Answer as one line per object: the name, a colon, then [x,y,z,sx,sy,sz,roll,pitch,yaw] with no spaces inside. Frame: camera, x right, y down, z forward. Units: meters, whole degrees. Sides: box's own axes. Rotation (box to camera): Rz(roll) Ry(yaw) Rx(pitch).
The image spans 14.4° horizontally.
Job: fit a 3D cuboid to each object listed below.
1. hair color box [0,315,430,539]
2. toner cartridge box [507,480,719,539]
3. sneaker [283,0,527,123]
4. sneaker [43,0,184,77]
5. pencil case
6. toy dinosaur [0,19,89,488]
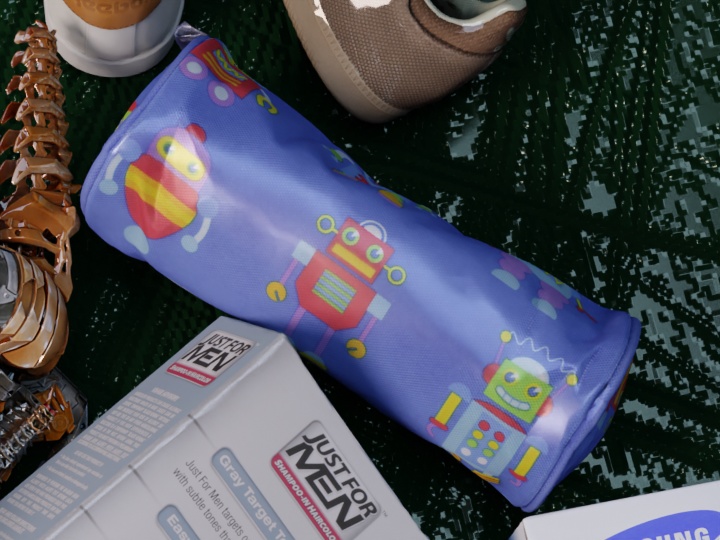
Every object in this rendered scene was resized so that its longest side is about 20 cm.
hair color box: [-0.082,0.117,0.927,0.200,0.061,0.099,-40,109,-14]
toner cartridge box: [0.158,0.116,0.979,0.199,0.043,0.095,-11,74,-9]
sneaker: [-0.012,-0.152,0.996,0.075,0.070,0.200,-25,104,23]
sneaker: [-0.085,-0.177,1.017,0.072,0.085,0.201,-4,73,-5]
pencil case: [0.000,0.000,0.976,0.200,0.087,0.078,34,99,4]
toy dinosaur: [-0.148,0.016,0.964,0.135,0.102,0.201,24,57,-24]
